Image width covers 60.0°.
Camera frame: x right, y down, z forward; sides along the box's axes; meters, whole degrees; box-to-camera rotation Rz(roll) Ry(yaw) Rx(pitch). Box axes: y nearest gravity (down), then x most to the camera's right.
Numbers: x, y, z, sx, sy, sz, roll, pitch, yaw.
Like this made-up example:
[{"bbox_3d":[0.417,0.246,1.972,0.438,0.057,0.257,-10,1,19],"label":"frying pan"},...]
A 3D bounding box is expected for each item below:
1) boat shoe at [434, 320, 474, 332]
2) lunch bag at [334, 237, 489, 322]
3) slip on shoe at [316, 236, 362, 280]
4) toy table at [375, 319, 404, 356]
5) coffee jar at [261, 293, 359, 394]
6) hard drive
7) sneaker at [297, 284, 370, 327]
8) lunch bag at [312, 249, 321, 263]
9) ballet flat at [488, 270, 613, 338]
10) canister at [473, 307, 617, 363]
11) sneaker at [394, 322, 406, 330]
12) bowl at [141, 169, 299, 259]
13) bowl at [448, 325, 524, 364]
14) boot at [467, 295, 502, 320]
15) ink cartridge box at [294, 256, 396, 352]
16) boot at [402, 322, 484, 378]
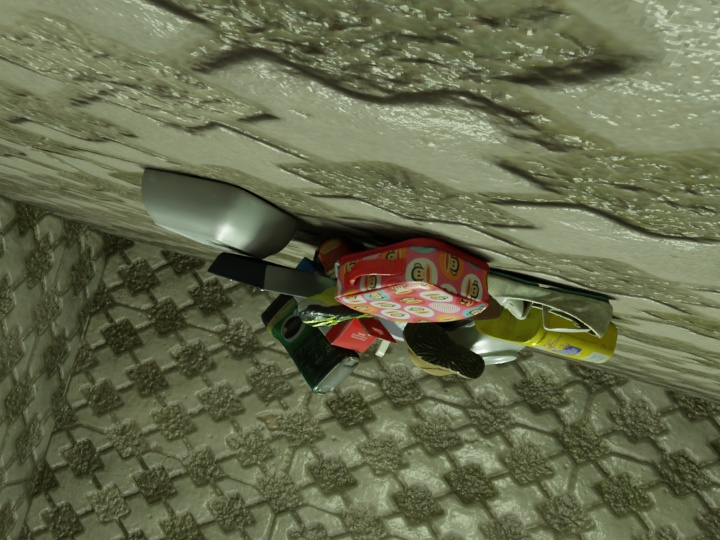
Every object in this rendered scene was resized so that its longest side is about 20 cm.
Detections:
[{"bbox_3d":[0.158,0.080,1.145,0.060,0.075,0.199,-21,-174,-43],"label":"boat shoe"},{"bbox_3d":[0.059,0.017,0.858,0.175,0.083,0.199,19,159,-39],"label":"lunch bag"},{"bbox_3d":[-0.038,-0.027,1.020,0.062,0.074,0.200,59,-179,-3],"label":"slip on shoe"},{"bbox_3d":[0.084,0.109,1.504,0.199,0.185,0.117,34,158,0],"label":"toy table"},{"bbox_3d":[-0.097,0.125,1.160,0.200,0.104,0.085,49,-171,27],"label":"coffee jar"},{"bbox_3d":[-0.129,0.013,0.989,0.134,0.043,0.199,15,180,32],"label":"hard drive"},{"bbox_3d":[-0.020,0.039,0.967,0.199,0.077,0.075,-6,167,-45],"label":"sneaker"},{"bbox_3d":[-0.039,0.077,1.287,0.117,0.202,0.164,13,173,33],"label":"lunch bag"},{"bbox_3d":[0.252,0.048,0.884,0.198,0.063,0.067,14,174,22],"label":"ballet flat"},{"bbox_3d":[0.311,0.092,1.039,0.198,0.088,0.148,18,174,-32],"label":"canister"},{"bbox_3d":[0.111,0.068,1.369,0.071,0.073,0.200,-31,-175,20],"label":"sneaker"},{"bbox_3d":[-0.215,-0.077,0.934,0.198,0.075,0.199,15,174,25],"label":"bowl"},{"bbox_3d":[0.254,0.132,1.224,0.198,0.091,0.201,-4,162,-1],"label":"bowl"},{"bbox_3d":[0.135,0.036,1.060,0.198,0.071,0.146,25,173,6],"label":"boot"},{"bbox_3d":[-0.036,0.075,1.109,0.200,0.067,0.116,48,-168,31],"label":"ink cartridge box"},{"bbox_3d":[0.129,0.157,1.198,0.174,0.067,0.200,34,167,-8],"label":"boot"}]
